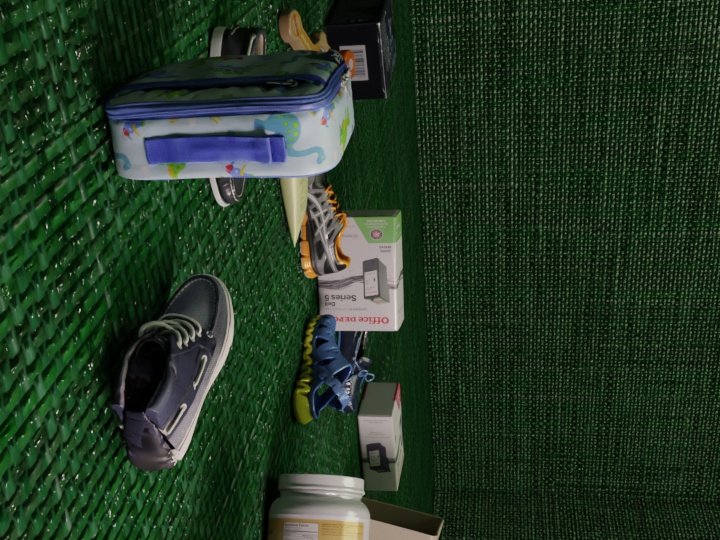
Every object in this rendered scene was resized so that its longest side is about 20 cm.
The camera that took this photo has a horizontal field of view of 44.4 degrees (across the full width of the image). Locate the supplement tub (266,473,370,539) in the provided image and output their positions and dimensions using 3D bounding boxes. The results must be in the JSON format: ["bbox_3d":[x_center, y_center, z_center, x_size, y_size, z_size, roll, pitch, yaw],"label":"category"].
[{"bbox_3d":[-0.059,0.385,1.199,0.145,0.141,0.204,63,29,-70],"label":"supplement tub"}]

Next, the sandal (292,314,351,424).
[{"bbox_3d":[-0.053,0.157,1.416,0.080,0.085,0.203,76,15,-49],"label":"sandal"}]

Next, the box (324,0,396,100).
[{"bbox_3d":[0.004,-0.439,1.697,0.202,0.105,0.151,-79,165,-52],"label":"box"}]

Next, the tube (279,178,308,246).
[{"bbox_3d":[-0.098,-0.137,1.274,0.058,0.052,0.203,-30,136,-29],"label":"tube"}]

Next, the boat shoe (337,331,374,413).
[{"bbox_3d":[-0.010,0.175,1.719,0.084,0.067,0.205,9,82,-80],"label":"boat shoe"}]

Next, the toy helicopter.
[{"bbox_3d":[-0.081,-0.317,1.351,0.200,0.077,0.135,50,49,-59],"label":"toy helicopter"}]

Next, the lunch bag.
[{"bbox_3d":[-0.105,-0.132,0.749,0.161,0.196,0.084,-70,157,-62],"label":"lunch bag"}]

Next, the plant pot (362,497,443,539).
[{"bbox_3d":[0.046,0.571,1.745,0.200,0.196,0.181,28,74,-79],"label":"plant pot"}]

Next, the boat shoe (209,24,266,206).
[{"bbox_3d":[-0.135,-0.174,0.987,0.076,0.059,0.205,-11,101,-80],"label":"boat shoe"}]

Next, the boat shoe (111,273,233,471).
[{"bbox_3d":[-0.161,0.066,0.778,0.094,0.073,0.203,90,7,-52],"label":"boat shoe"}]

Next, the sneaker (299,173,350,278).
[{"bbox_3d":[-0.058,-0.089,1.408,0.078,0.076,0.204,-59,146,-69],"label":"sneaker"}]

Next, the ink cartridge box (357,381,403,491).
[{"bbox_3d":[0.049,0.381,2.025,0.145,0.082,0.204,-69,156,-64],"label":"ink cartridge box"}]

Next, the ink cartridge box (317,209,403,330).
[{"bbox_3d":[0.000,0.000,1.548,0.084,0.142,0.204,-50,139,-75],"label":"ink cartridge box"}]
